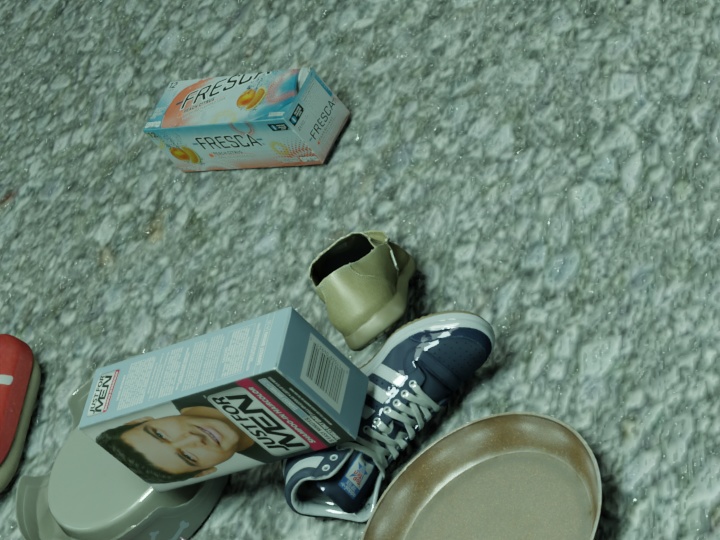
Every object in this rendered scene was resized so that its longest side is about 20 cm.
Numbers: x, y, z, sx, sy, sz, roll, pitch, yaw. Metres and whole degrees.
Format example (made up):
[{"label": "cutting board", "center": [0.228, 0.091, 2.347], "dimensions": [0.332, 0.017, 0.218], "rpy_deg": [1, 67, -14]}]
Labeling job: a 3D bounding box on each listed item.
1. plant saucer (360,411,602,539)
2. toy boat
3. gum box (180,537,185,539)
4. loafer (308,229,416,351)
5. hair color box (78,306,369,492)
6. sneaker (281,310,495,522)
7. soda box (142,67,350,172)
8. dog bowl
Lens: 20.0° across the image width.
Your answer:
[{"label": "plant saucer", "center": [0.087, 0.191, 1.432], "dimensions": [0.200, 0.032, 0.201], "rpy_deg": [-25, 39, 22]}, {"label": "toy boat", "center": [-0.377, 0.127, 1.834], "dimensions": [0.130, 0.131, 0.201], "rpy_deg": [-20, 42, 27]}, {"label": "gum box", "center": [-0.045, 0.257, 1.342], "dimensions": [0.113, 0.200, 0.066], "rpy_deg": [6, 57, 44]}, {"label": "loafer", "center": [0.000, 0.000, 1.631], "dimensions": [0.076, 0.068, 0.200], "rpy_deg": [-34, 14, 5]}, {"label": "hair color box", "center": [-0.104, 0.100, 1.532], "dimensions": [0.199, 0.099, 0.061], "rpy_deg": [-18, 43, 35]}, {"label": "sneaker", "center": [0.020, 0.116, 1.534], "dimensions": [0.200, 0.070, 0.109], "rpy_deg": [-31, 34, 23]}, {"label": "soda box", "center": [-0.109, -0.140, 1.907], "dimensions": [0.199, 0.068, 0.064], "rpy_deg": [-1, 53, 43]}, {"label": "dog bowl", "center": [-0.191, 0.165, 1.688], "dimensions": [0.199, 0.059, 0.201], "rpy_deg": [-24, 41, 22]}]
